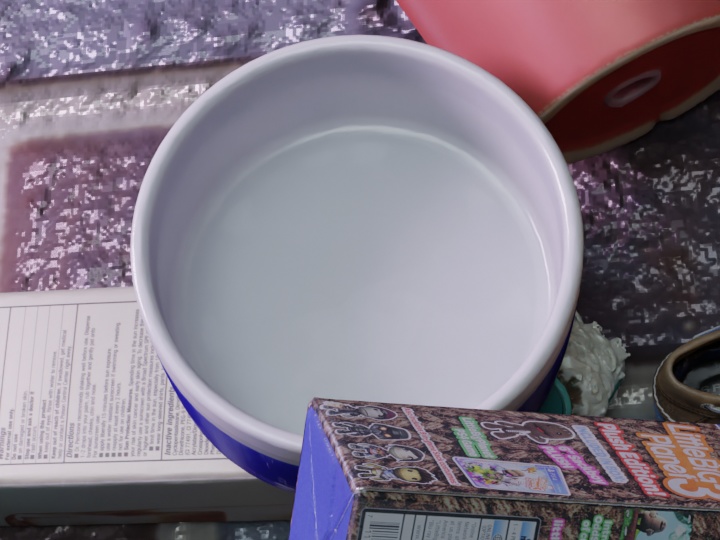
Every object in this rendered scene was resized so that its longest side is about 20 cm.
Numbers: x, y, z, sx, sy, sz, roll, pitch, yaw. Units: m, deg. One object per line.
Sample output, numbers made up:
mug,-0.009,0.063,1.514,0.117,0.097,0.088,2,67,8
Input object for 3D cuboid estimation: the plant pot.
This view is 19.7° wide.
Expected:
plant pot,0.098,-0.161,1.007,0.199,0.200,0.178,-26,75,3

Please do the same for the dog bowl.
dog bowl,0.000,0.000,0.935,0.198,0.079,0.202,-1,68,3

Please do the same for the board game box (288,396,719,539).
board game box,0.072,0.147,0.844,0.198,0.097,0.161,5,107,-14

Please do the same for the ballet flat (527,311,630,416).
ballet flat,0.049,0.011,1.022,0.200,0.072,0.072,38,82,21

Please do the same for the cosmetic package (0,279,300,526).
cosmetic package,-0.117,0.068,1.018,0.198,0.087,0.104,-1,69,12

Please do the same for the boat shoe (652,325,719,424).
boat shoe,0.233,0.044,0.951,0.198,0.072,0.073,-16,67,7
